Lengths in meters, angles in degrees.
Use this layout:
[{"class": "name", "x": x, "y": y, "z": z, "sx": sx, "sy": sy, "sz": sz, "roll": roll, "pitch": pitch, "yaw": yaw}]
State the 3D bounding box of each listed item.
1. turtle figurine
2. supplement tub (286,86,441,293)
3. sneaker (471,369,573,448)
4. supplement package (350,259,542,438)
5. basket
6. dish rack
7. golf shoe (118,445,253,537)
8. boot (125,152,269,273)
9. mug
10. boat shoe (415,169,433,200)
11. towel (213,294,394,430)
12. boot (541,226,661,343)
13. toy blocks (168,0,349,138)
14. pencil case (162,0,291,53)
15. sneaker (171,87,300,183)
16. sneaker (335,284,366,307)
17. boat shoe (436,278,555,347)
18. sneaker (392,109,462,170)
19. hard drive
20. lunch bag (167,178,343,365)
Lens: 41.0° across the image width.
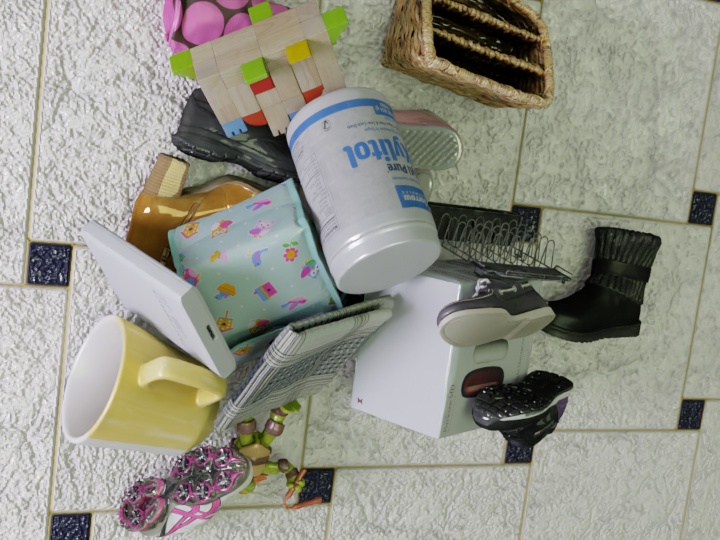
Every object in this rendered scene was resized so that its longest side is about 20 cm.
[{"class": "turtle figurine", "x": -0.129, "y": 0.232, "z": 1.241, "sx": 0.197, "sy": 0.065, "sz": 0.163, "roll": 13, "pitch": 114, "yaw": -14}, {"class": "supplement tub", "x": 0.002, "y": -0.091, "z": 1.092, "sx": 0.130, "sy": 0.132, "sz": 0.203, "roll": -13, "pitch": 69, "yaw": -20}, {"class": "sneaker", "x": 0.205, "y": 0.191, "z": 1.211, "sx": 0.198, "sy": 0.075, "sz": 0.089, "roll": -6, "pitch": 112, "yaw": -50}, {"class": "supplement package", "x": 0.114, "y": 0.093, "z": 1.241, "sx": 0.198, "sy": 0.146, "sz": 0.195, "roll": -2, "pitch": 102, "yaw": -50}, {"class": "basket", "x": 0.150, "y": -0.298, "z": 1.219, "sx": 0.197, "sy": 0.149, "sz": 0.145, "roll": 15, "pitch": 94, "yaw": -24}, {"class": "dish rack", "x": 0.180, "y": -0.035, "z": 1.257, "sx": 0.151, "sy": 0.200, "sz": 0.056, "roll": 3, "pitch": 107, "yaw": -24}, {"class": "golf shoe", "x": -0.200, "y": 0.272, "z": 1.181, "sx": 0.198, "sy": 0.074, "sz": 0.092, "roll": -27, "pitch": 142, "yaw": 27}, {"class": "boot", "x": -0.181, "y": -0.047, "z": 1.174, "sx": 0.198, "sy": 0.071, "sz": 0.146, "roll": 17, "pitch": 99, "yaw": -22}, {"class": "mug", "x": -0.242, "y": 0.154, "z": 1.124, "sx": 0.152, "sy": 0.186, "sz": 0.151, "roll": 25, "pitch": 92, "yaw": -34}, {"class": "boat shoe", "x": 0.053, "y": -0.073, "z": 1.216, "sx": 0.200, "sy": 0.069, "sz": 0.072, "roll": -45, "pitch": 121, "yaw": -43}, {"class": "towel", "x": -0.059, "y": 0.110, "z": 1.133, "sx": 0.199, "sy": 0.035, "sz": 0.193, "roll": -16, "pitch": 151, "yaw": -51}, {"class": "boot", "x": 0.341, "y": 0.015, "z": 1.398, "sx": 0.208, "sy": 0.079, "sz": 0.161, "roll": -2, "pitch": 108, "yaw": -34}, {"class": "toy blocks", "x": -0.097, "y": -0.214, "z": 1.088, "sx": 0.197, "sy": 0.101, "sz": 0.137, "roll": -21, "pitch": 148, "yaw": 2}, {"class": "pencil case", "x": -0.137, "y": -0.277, "z": 1.134, "sx": 0.197, "sy": 0.091, "sz": 0.095, "roll": 12, "pitch": 103, "yaw": -23}, {"class": "sneaker", "x": -0.126, "y": -0.162, "z": 1.169, "sx": 0.198, "sy": 0.076, "sz": 0.092, "roll": 17, "pitch": 83, "yaw": -29}, {"class": "sneaker", "x": 0.000, "y": 0.000, "z": 1.247, "sx": 0.072, "sy": 0.082, "sz": 0.203, "roll": 16, "pitch": 92, "yaw": -23}, {"class": "boat shoe", "x": 0.150, "y": 0.044, "z": 1.128, "sx": 0.198, "sy": 0.063, "sz": 0.073, "roll": 0, "pitch": 145, "yaw": -45}, {"class": "sneaker", "x": 0.035, "y": -0.173, "z": 1.243, "sx": 0.197, "sy": 0.105, "sz": 0.077, "roll": 10, "pitch": 107, "yaw": 5}, {"class": "hard drive", "x": -0.226, "y": 0.030, "z": 1.070, "sx": 0.026, "sy": 0.199, "sz": 0.133, "roll": -41, "pitch": 137, "yaw": -23}, {"class": "lunch bag", "x": -0.113, "y": 0.023, "z": 1.133, "sx": 0.168, "sy": 0.123, "sz": 0.202, "roll": -21, "pitch": 130, "yaw": -1}]
